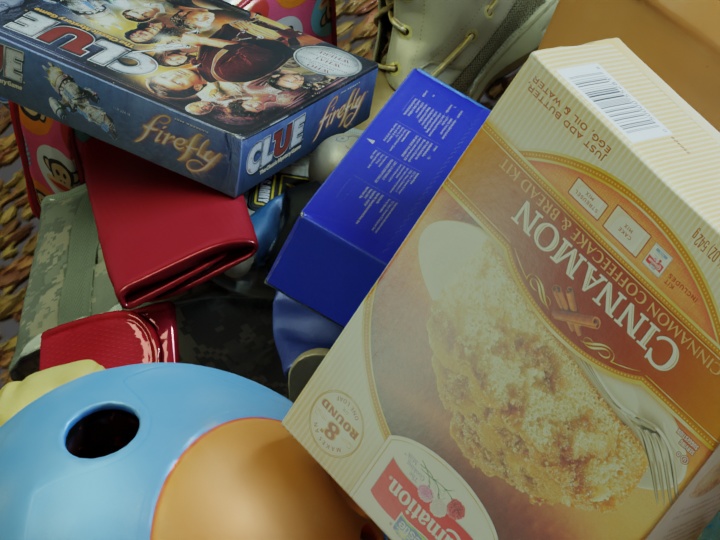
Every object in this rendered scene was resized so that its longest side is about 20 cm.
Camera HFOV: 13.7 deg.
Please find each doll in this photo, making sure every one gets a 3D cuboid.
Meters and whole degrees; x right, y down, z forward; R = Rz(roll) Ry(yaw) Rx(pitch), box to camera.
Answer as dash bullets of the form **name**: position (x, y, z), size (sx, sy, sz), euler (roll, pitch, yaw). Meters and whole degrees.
- **doll**: position (0.000, 0.000, 1.459), size (0.136, 0.049, 0.200), euler (1, 35, -6)

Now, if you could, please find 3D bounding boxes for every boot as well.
- **boot**: position (0.017, -0.153, 1.668), size (0.200, 0.156, 0.073), euler (-42, 28, -12)

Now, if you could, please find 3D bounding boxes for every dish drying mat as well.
- **dish drying mat**: position (-0.120, 0.115, 1.433), size (0.077, 0.018, 0.201), euler (-15, 65, 24)
- **dish drying mat**: position (-0.099, -0.038, 1.522), size (0.077, 0.018, 0.200), euler (-27, 26, 2)

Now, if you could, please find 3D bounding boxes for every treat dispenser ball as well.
- **treat dispenser ball**: position (-0.085, 0.140, 1.281), size (0.201, 0.201, 0.201), euler (-27, 29, 16)

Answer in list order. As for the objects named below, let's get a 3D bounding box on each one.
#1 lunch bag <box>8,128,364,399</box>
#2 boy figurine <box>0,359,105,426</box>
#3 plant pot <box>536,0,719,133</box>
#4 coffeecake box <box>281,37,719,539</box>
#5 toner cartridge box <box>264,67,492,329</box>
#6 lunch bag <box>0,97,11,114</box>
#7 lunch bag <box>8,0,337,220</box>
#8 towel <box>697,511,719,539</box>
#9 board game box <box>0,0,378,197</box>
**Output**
- **lunch bag**: position (-0.070, 0.006, 1.569), size (0.200, 0.118, 0.164), euler (-20, 33, 16)
- **boy figurine**: position (-0.181, 0.126, 1.388), size (0.200, 0.124, 0.064), euler (-65, 11, -14)
- **plant pot**: position (0.148, -0.054, 1.272), size (0.140, 0.200, 0.200), euler (-53, 27, 5)
- **coffeecake box**: position (0.084, 0.035, 1.176), size (0.073, 0.154, 0.200), euler (-14, -36, -55)
- **toner cartridge box**: position (0.031, -0.026, 1.428), size (0.043, 0.095, 0.200), euler (-60, -3, 29)
- **lunch bag**: position (-0.132, -0.148, 1.857), size (0.200, 0.132, 0.136), euler (-23, 30, 25)
- **lunch bag**: position (-0.101, -0.095, 1.709), size (0.200, 0.176, 0.082), euler (-37, 56, -24)
- **towel**: position (0.091, 0.151, 1.262), size (0.146, 0.022, 0.200), euler (-11, 38, 39)
- **board game box**: position (-0.110, -0.108, 1.549), size (0.200, 0.035, 0.135), euler (23, 31, 22)
